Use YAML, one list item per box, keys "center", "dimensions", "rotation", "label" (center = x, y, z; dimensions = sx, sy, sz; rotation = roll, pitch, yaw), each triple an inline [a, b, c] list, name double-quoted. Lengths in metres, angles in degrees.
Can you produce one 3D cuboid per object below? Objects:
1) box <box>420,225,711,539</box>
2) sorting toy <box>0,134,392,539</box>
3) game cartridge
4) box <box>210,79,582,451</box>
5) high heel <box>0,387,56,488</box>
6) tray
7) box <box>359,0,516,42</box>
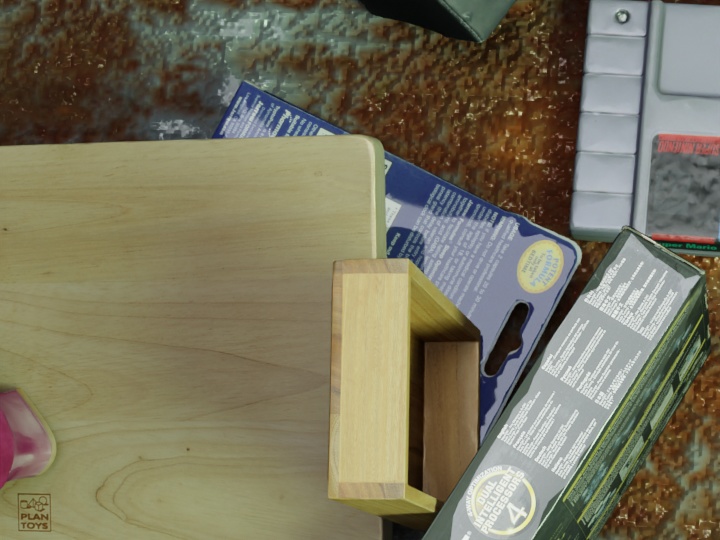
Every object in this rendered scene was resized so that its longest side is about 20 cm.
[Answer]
- center: [0.093, 0.092, 1.094]
  dimensions: [0.049, 0.161, 0.200]
  rotation: [31, 83, 14]
  label: "box"
- center: [-0.078, 0.037, 1.152]
  dimensions: [0.199, 0.070, 0.199]
  rotation: [-1, 92, 17]
  label: "sorting toy"
- center: [0.208, -0.068, 1.184]
  dimensions: [0.199, 0.038, 0.130]
  rotation: [4, 73, 9]
  label: "game cartridge"
- center: [0.000, 0.000, 1.196]
  dimensions: [0.200, 0.032, 0.121]
  rotation: [27, 82, 15]
  label: "box"
- center: [-0.233, 0.032, 1.116]
  dimensions: [0.067, 0.096, 0.200]
  rotation: [-45, 75, 19]
  label: "high heel"
- center: [0.022, 0.061, 1.059]
  dimensions: [0.037, 0.200, 0.099]
  rotation: [-1, 80, 11]
  label: "tray"
- center: [0.030, -0.254, 1.160]
  dimensions: [0.200, 0.197, 0.117]
  rotation: [-53, 31, -6]
  label: "box"
